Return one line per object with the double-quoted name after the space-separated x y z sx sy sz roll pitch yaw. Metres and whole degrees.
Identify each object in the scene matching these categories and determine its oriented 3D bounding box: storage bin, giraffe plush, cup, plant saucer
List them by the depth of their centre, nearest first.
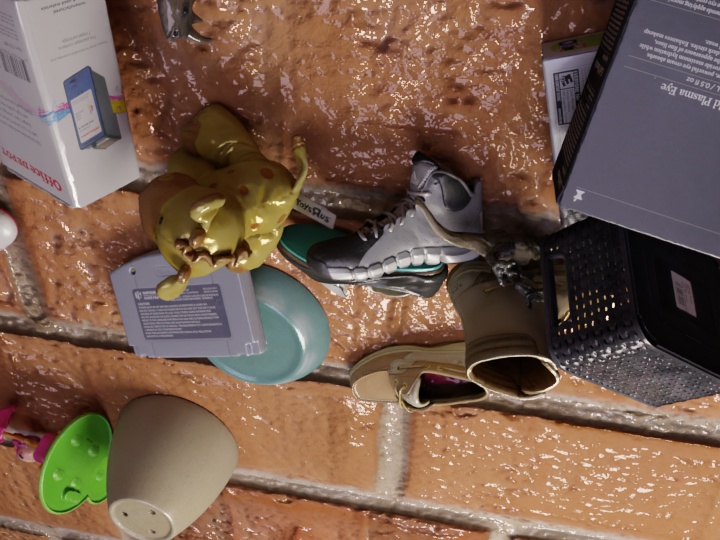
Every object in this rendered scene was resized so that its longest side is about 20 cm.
0.270 0.038 0.676 0.197 0.138 0.093 23 147 -35 "storage bin"
-0.146 -0.053 0.698 0.196 0.162 0.176 15 121 25 "giraffe plush"
-0.137 0.082 0.912 0.195 0.036 0.203 7 128 9 "plant saucer"
-0.296 0.309 1.052 0.195 0.145 0.204 7 129 8 "cup"

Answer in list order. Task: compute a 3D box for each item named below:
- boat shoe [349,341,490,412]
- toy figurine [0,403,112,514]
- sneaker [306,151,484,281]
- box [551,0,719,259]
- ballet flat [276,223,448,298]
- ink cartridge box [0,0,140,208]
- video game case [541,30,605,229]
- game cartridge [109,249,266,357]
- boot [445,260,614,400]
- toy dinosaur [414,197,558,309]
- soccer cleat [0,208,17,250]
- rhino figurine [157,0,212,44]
0.072 0.138 0.885 0.196 0.067 0.075 -14 123 22 "boat shoe"
-0.496 0.279 1.112 0.180 0.153 0.201 14 155 19 "toy figurine"
0.037 -0.062 0.725 0.195 0.075 0.118 -9 118 -16 "sneaker"
0.272 -0.119 0.547 0.196 0.104 0.186 19 114 6 "box"
0.000 0.000 0.801 0.195 0.069 0.069 11 137 6 "ballet flat"
-0.304 -0.183 0.686 0.144 0.087 0.204 26 133 30 "ink cartridge box"
0.268 -0.124 0.655 0.177 0.046 0.203 -5 125 18 "video game case"
-0.211 0.038 0.863 0.196 0.041 0.136 -3 110 25 "game cartridge"
0.193 0.061 0.734 0.195 0.157 0.074 7 126 -7 "boot"
0.141 -0.015 0.703 0.196 0.089 0.048 12 128 -31 "toy dinosaur"
-0.521 -0.032 0.882 0.195 0.087 0.071 -4 126 16 "soccer cleat"
-0.194 -0.285 0.621 0.201 0.088 0.059 51 161 -25 "rhino figurine"
